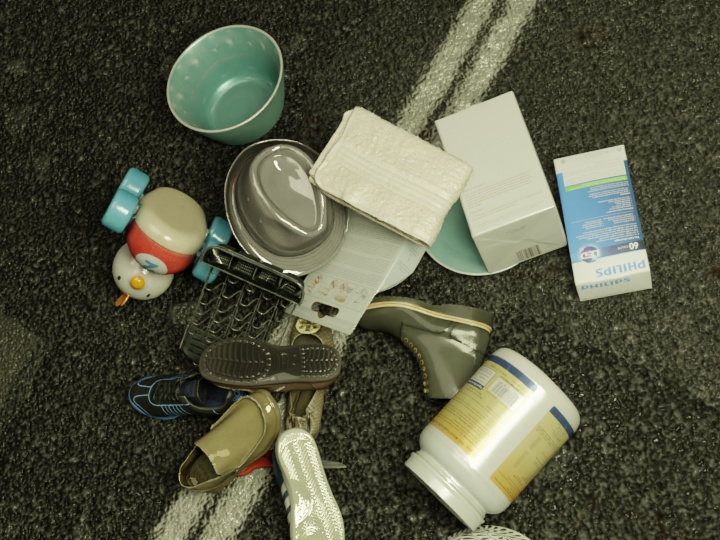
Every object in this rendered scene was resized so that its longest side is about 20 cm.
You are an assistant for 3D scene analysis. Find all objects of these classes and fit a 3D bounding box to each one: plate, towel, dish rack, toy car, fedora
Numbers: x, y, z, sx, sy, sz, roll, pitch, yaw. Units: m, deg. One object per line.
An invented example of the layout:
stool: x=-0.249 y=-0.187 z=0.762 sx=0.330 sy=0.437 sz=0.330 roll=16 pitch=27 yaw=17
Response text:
plate: x=0.180 y=-0.080 z=1.601 sx=0.198 sy=0.026 sz=0.202 roll=-7 pitch=63 yaw=14
towel: x=0.039 y=-0.130 z=1.481 sx=0.199 sy=0.035 sz=0.133 roll=28 pitch=77 yaw=14
dish rack: x=-0.173 y=0.070 z=1.553 sx=0.152 sy=0.055 sz=0.201 roll=24 pitch=111 yaw=2
toy car: x=-0.320 y=-0.014 z=1.658 sx=0.201 sy=0.183 sz=0.177 roll=-56 pitch=14 yaw=20
fedora: x=-0.098 y=-0.098 z=1.540 sx=0.176 sy=0.090 sz=0.201 roll=-23 pitch=86 yaw=-16

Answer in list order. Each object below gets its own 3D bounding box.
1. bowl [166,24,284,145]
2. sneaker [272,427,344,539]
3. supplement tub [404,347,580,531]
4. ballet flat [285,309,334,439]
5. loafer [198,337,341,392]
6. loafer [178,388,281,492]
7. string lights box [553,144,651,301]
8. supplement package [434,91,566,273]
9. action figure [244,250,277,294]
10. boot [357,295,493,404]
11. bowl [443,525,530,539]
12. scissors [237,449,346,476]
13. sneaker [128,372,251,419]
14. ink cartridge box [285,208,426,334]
bowl: x=-0.202 y=-0.283 z=1.774 sx=0.199 sy=0.105 sz=0.202 roll=-7 pitch=62 yaw=14
sneaker: x=-0.071 y=0.309 z=1.470 sx=0.074 sy=0.084 sz=0.202 roll=-9 pitch=86 yaw=-13
supplement tub: x=0.165 y=0.215 z=1.393 sx=0.200 sy=0.145 sz=0.144 roll=-46 pitch=61 yaw=-8
ballet flat: x=-0.078 y=0.146 z=1.560 sx=0.067 sy=0.046 sz=0.202 roll=-1 pitch=65 yaw=16
loafer: x=-0.124 y=0.143 z=1.506 sx=0.198 sy=0.071 sz=0.074 roll=4 pitch=56 yaw=6
loafer: x=-0.179 y=0.241 z=1.487 sx=0.076 sy=0.067 sz=0.200 roll=47 pitch=119 yaw=19
string lights box: x=0.336 y=-0.067 z=1.526 sx=0.102 sy=0.059 sz=0.202 roll=-11 pitch=62 yaw=13
supplement package: x=0.196 y=-0.123 z=1.533 sx=0.120 sy=0.120 sz=0.201 roll=-20 pitch=61 yaw=10
action figure: x=-0.118 y=-0.060 z=1.636 sx=0.102 sy=0.119 sz=0.200 roll=45 pitch=75 yaw=0
boot: x=0.076 y=0.115 z=1.515 sx=0.198 sy=0.077 sz=0.140 roll=4 pitch=71 yaw=20
bowl: x=0.146 y=0.404 z=1.338 sx=0.199 sy=0.094 sz=0.202 roll=-7 pitch=64 yaw=15
scissors: x=-0.118 y=0.272 z=1.534 sx=0.199 sy=0.014 sz=0.074 roll=17 pitch=70 yaw=23
sneaker: x=-0.254 y=0.176 z=1.583 sx=0.198 sy=0.078 sz=0.071 roll=0 pitch=65 yaw=17
ink cartridge box: x=0.000 y=0.000 z=1.573 sx=0.162 sy=0.057 sz=0.201 roll=15 pitch=73 yaw=50
